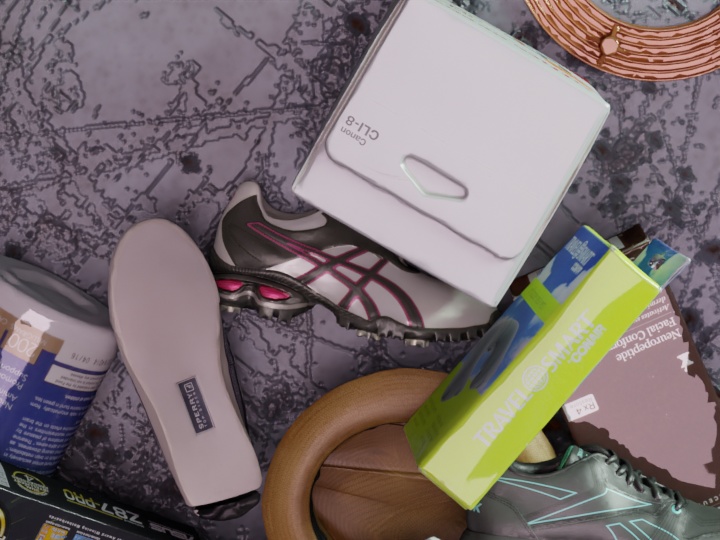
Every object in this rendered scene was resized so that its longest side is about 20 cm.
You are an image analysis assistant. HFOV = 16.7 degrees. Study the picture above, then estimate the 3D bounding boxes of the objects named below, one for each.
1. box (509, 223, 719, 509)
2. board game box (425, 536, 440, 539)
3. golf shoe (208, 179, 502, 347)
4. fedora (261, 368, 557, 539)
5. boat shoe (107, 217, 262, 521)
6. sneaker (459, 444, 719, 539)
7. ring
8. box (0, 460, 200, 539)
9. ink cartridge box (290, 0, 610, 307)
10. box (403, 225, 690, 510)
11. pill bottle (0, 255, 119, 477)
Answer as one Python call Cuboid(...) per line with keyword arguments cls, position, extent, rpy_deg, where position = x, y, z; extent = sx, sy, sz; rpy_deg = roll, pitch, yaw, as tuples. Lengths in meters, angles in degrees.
Cuboid(cls="box", position=(0.180, 0.082, 1.615), extent=(0.100, 0.075, 0.200), rpy_deg=(-24, 99, 4))
Cuboid(cls="board game box", position=(0.011, 0.296, 1.552), extent=(0.200, 0.026, 0.200), rpy_deg=(-31, 75, 35))
Cuboid(cls="golf shoe", position=(0.000, 0.000, 1.607), extent=(0.200, 0.077, 0.088), rpy_deg=(12, 92, -1))
Cuboid(cls="fedora", position=(0.034, 0.150, 1.624), extent=(0.201, 0.082, 0.201), rpy_deg=(-1, 100, -4))
Cuboid(cls="boat shoe", position=(-0.121, 0.064, 1.606), extent=(0.075, 0.093, 0.200), rpy_deg=(-15, 94, -11))
Cuboid(cls="sneaker", position=(0.164, 0.152, 1.554), extent=(0.200, 0.075, 0.079), rpy_deg=(3, 91, -4))
Cuboid(cls="ring", position=(0.195, -0.223, 1.595), extent=(0.200, 0.019, 0.201), rpy_deg=(0, 99, 1))
Cuboid(cls="box", position=(-0.220, 0.210, 1.575), extent=(0.200, 0.049, 0.161), rpy_deg=(24, 106, -29))
Cuboid(cls="ink cartridge box", position=(0.055, -0.084, 1.527), extent=(0.145, 0.200, 0.145), rpy_deg=(30, 98, -3))
Cuboid(cls="box", position=(0.111, 0.049, 1.508), extent=(0.048, 0.122, 0.200), rpy_deg=(41, 93, -7))
Cuboid(cls="pill bottle", position=(-0.246, 0.100, 1.607), extent=(0.111, 0.111, 0.200), rpy_deg=(28, 98, -3))
